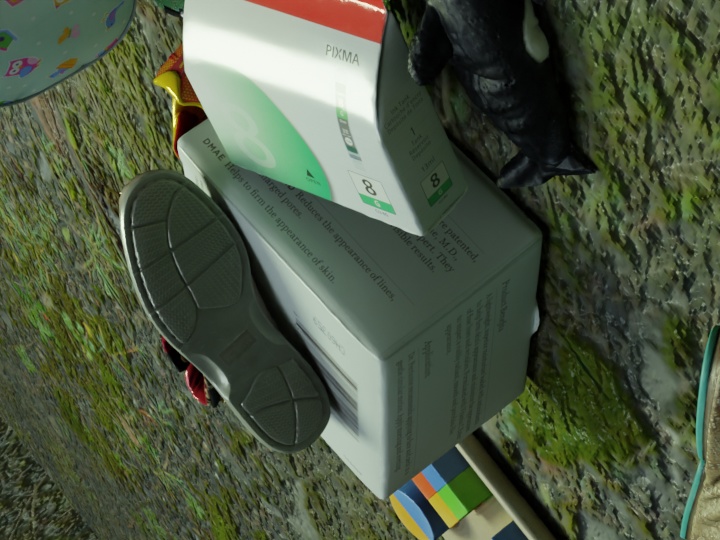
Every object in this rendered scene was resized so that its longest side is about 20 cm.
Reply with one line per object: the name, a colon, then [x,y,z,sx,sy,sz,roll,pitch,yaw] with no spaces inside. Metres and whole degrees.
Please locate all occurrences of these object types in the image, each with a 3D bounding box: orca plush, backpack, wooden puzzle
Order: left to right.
backpack: [-0.230,-0.196,1.327,0.154,0.175,0.200,53,166,13]
orca plush: [0.047,-0.116,1.067,0.105,0.071,0.201,35,154,44]
wooden puzzle: [0.088,0.202,1.574,0.185,0.046,0.200,51,162,8]

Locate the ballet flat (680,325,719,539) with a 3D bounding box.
ballet flat: [0.209,0.094,1.088,0.065,0.071,0.200,17,151,16]

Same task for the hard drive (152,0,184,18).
hard drive: [-0.105,-0.217,1.315,0.200,0.038,0.140,26,147,53]

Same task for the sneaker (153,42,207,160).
sneaker: [-0.095,-0.094,1.438,0.073,0.077,0.200,39,167,34]

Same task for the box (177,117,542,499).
box: [0.000,0.000,1.294,0.200,0.130,0.199,46,160,24]

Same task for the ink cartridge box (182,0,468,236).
ink cartridge box: [-0.040,-0.120,1.107,0.161,0.050,0.200,23,153,41]

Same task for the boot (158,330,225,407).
boot: [-0.062,0.043,1.491,0.073,0.150,0.201,41,158,34]

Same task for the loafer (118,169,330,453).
loafer: [-0.090,0.024,1.251,0.201,0.072,0.063,59,169,-21]
